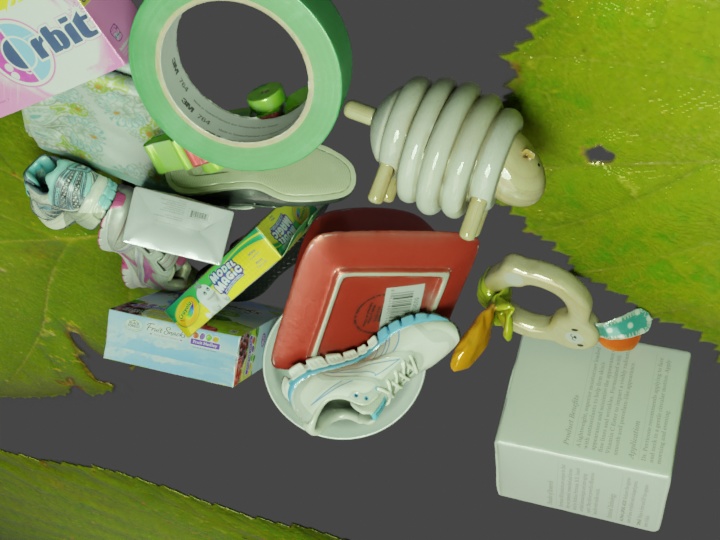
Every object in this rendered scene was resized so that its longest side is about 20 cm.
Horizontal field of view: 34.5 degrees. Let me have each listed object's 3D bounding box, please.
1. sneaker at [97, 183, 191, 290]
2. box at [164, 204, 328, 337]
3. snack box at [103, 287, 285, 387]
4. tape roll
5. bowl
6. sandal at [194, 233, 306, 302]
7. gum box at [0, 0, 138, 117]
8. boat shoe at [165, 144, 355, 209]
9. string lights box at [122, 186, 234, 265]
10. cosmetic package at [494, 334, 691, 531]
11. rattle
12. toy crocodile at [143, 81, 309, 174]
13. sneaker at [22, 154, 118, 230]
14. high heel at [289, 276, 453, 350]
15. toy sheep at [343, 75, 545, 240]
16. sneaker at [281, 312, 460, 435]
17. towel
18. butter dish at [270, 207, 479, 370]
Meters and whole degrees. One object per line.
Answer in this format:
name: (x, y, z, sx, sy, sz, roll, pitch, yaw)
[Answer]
sneaker: (-0.256, -0.038, 1.413, 0.087, 0.082, 0.200, 11, 157, 12)
box: (-0.122, -0.015, 1.280, 0.200, 0.117, 0.048, -37, 98, 32)
snack box: (-0.195, 0.076, 1.419, 0.167, 0.068, 0.200, 11, -171, 11)
tape roll: (-0.108, -0.187, 1.045, 0.199, 0.048, 0.202, 7, 128, 9)
bowl: (-0.020, 0.101, 1.441, 0.199, 0.090, 0.203, 0, 107, -1)
sandal: (-0.123, -0.018, 1.406, 0.199, 0.045, 0.075, -30, 131, 35)
gum box: (-0.313, -0.227, 1.098, 0.199, 0.066, 0.114, -15, 125, 31)
boat shoe: (-0.102, -0.099, 1.227, 0.198, 0.072, 0.068, 2, 164, 4)
string lights box: (-0.196, -0.049, 1.237, 0.102, 0.059, 0.200, 14, 180, -10)
cosmetic package: (0.274, 0.185, 1.374, 0.198, 0.166, 0.165, 11, 149, 16)
rattle: (0.215, 0.079, 1.271, 0.199, 0.143, 0.130, 32, 129, -10)
toy crocodile: (-0.124, -0.136, 1.149, 0.198, 0.062, 0.068, -12, 121, 16)
sneaker: (-0.348, -0.101, 1.333, 0.086, 0.078, 0.199, 37, 162, -28)
high heel: (0.016, 0.047, 1.347, 0.198, 0.097, 0.067, 6, -168, -8)
toy sheep: (0.074, -0.110, 1.051, 0.199, 0.139, 0.138, 22, 150, 7)
sneaker: (0.020, 0.117, 1.216, 0.199, 0.087, 0.075, -26, 135, 0)
towel: (-0.272, -0.166, 1.239, 0.198, 0.048, 0.172, 18, 150, 3)
butter dish: (0.000, 0.000, 1.263, 0.198, 0.148, 0.201, 0, 132, -22)
